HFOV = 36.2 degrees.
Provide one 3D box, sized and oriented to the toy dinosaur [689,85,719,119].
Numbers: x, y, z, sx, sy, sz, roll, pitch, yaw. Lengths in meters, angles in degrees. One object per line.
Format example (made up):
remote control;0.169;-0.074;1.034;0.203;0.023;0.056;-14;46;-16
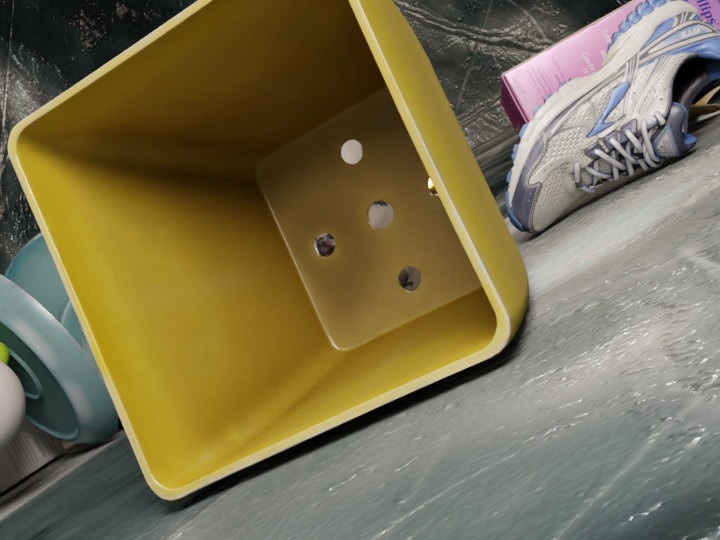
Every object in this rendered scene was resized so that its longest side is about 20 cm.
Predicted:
toy dinosaur;0.245;-0.125;0.901;0.101;0.058;0.200;-8;0;25

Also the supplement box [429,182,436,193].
supplement box;-0.001;-0.083;1.293;0.200;0.109;0.110;-30;-19;2

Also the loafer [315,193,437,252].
loafer;0.000;0.000;0.922;0.200;0.072;0.063;-23;-13;-4

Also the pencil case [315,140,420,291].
pencil case;-0.005;-0.070;0.801;0.078;0.201;0.089;-10;12;43

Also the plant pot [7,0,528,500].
plant pot;-0.023;-0.025;0.577;0.200;0.200;0.176;-27;-7;23

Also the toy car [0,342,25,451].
toy car;-0.366;0.132;0.881;0.200;0.150;0.175;-63;14;-14

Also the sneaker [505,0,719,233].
sneaker;0.180;-0.100;0.756;0.200;0.085;0.077;-50;-33;0

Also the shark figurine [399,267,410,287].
shark figurine;-0.064;0.054;0.751;0.214;0.128;0.090;-12;31;3

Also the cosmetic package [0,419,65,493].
cosmetic package;-0.396;0.182;1.033;0.200;0.108;0.085;-31;5;-42

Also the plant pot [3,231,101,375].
plant pot;-0.235;0.051;1.055;0.200;0.200;0.188;-31;17;-19

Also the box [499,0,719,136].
box;0.243;-0.183;1.056;0.200;0.097;0.176;-29;-2;6

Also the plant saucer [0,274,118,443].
plant saucer;-0.295;0.081;0.963;0.027;0.200;0.200;-45;12;-33
